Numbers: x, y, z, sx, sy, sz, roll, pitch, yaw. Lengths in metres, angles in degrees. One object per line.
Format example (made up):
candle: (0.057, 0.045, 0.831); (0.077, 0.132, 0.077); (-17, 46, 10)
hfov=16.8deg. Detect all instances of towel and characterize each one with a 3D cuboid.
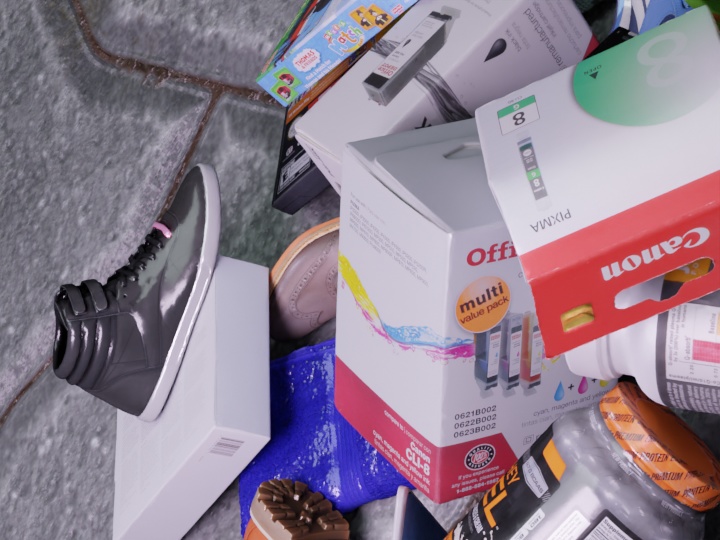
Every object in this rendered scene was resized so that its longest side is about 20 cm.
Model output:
towel: (-0.015, 0.107, 1.789); (0.199, 0.049, 0.149); (-25, 51, 36)

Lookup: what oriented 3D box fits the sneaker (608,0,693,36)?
sneaker: (0.222, -0.182, 1.692); (0.082, 0.074, 0.202); (0, 76, 45)

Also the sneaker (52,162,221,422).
sneaker: (-0.172, 0.007, 1.827); (0.071, 0.098, 0.202); (29, 102, 69)

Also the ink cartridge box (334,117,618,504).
ink cartridge box: (0.078, 0.019, 1.599); (0.145, 0.144, 0.202); (41, 137, 51)

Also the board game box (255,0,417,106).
board game box: (0.013, -0.219, 1.789); (0.200, 0.037, 0.152); (-32, 23, 52)

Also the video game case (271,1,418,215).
video game case: (-0.002, -0.162, 1.900); (0.200, 0.025, 0.182); (-37, 38, 50)

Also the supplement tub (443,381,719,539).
supplement tub: (0.132, 0.174, 1.538); (0.200, 0.122, 0.123); (-48, 41, 15)

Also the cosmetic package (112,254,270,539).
cosmetic package: (-0.130, 0.105, 1.860); (0.200, 0.051, 0.152); (-49, 37, 48)

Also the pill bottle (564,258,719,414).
pill bottle: (0.230, 0.030, 1.470); (0.198, 0.116, 0.117); (8, 72, 20)

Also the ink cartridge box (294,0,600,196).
ink cartridge box: (0.074, -0.110, 1.707); (0.200, 0.147, 0.083); (-45, 42, -6)

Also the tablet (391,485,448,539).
tablet: (0.034, 0.255, 1.595); (0.014, 0.130, 0.202); (-2, 64, 19)

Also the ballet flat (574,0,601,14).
ballet flat: (0.130, -0.210, 1.802); (0.200, 0.071, 0.070); (-38, 51, 25)

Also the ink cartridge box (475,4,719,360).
ink cartridge box: (0.157, -0.055, 1.432); (0.160, 0.050, 0.201); (-23, 36, 12)

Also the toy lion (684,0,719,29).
toy lion: (0.276, -0.183, 1.537); (0.199, 0.191, 0.069); (9, 74, 49)

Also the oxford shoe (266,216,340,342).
oxford shoe: (0.000, 0.000, 1.822); (0.200, 0.071, 0.073); (-40, 49, 23)

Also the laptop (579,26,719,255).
laptop: (0.221, -0.071, 1.537); (0.200, 0.116, 0.187); (-42, 38, -13)

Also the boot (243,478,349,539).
boot: (-0.023, 0.248, 1.714); (0.200, 0.075, 0.108); (47, 124, 43)
